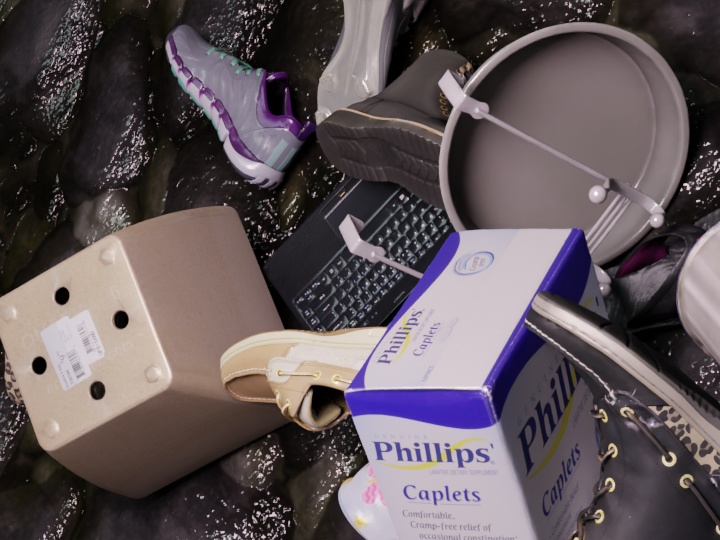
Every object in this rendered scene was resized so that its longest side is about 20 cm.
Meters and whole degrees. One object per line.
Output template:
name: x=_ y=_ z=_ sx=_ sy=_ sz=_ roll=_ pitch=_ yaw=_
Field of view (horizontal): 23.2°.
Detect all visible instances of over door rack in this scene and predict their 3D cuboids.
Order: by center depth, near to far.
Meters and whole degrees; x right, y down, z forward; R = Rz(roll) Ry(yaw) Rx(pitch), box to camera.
over door rack: x=0.105 y=-0.027 z=1.266 sx=0.148 sy=0.199 sz=0.067 roll=-53 pitch=22 yaw=20

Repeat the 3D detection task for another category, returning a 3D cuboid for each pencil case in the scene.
pencil case: x=0.071 y=0.133 z=1.353 sx=0.200 sy=0.083 sz=0.091 roll=-48 pitch=41 yaw=14

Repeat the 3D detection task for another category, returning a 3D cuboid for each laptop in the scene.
laptop: x=0.000 y=0.000 z=1.445 sx=0.177 sy=0.103 sz=0.200 roll=-45 pitch=61 yaw=16

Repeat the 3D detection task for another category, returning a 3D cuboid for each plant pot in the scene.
plant pot: x=-0.190 y=0.065 z=1.477 sx=0.199 sy=0.177 sz=0.201 roll=-28 pitch=75 yaw=17

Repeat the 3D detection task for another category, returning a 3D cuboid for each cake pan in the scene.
cake pan: x=0.149 y=-0.093 z=1.314 sx=0.201 sy=0.200 sz=0.037 roll=-52 pitch=27 yaw=10

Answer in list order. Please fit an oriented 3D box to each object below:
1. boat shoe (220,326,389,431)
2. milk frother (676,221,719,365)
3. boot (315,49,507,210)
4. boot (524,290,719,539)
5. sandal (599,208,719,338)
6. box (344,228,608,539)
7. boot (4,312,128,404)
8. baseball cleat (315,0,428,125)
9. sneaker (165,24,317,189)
boat shoe: x=-0.033 y=0.087 z=1.344 sx=0.199 sy=0.074 sz=0.067 roll=-9 pitch=59 yaw=39
milk frother: x=0.339 y=0.050 z=1.148 sx=0.180 sy=0.200 sz=0.188 roll=-43 pitch=21 yaw=10
boot: x=0.074 y=-0.127 z=1.429 sx=0.138 sy=0.078 sz=0.199 roll=-40 pitch=42 yaw=-26
boot: x=0.151 y=0.126 z=1.072 sx=0.203 sy=0.073 sz=0.154 roll=38 pitch=100 yaw=4
sandal: x=0.218 y=0.010 z=1.304 sx=0.200 sy=0.048 sz=0.076 roll=-29 pitch=56 yaw=27
box: x=0.098 y=0.103 z=1.176 sx=0.104 sy=0.201 sz=0.184 roll=-2 pitch=33 yaw=31
boot: x=-0.257 y=0.048 z=1.659 sx=0.150 sy=0.073 sz=0.202 roll=6 pitch=83 yaw=38
baseball cleat: x=0.018 y=-0.198 z=1.537 sx=0.069 sy=0.106 sz=0.201 roll=28 pitch=121 yaw=28
sneaker: x=-0.105 y=-0.171 z=1.620 sx=0.088 sy=0.074 sz=0.201 roll=-45 pitch=61 yaw=21
